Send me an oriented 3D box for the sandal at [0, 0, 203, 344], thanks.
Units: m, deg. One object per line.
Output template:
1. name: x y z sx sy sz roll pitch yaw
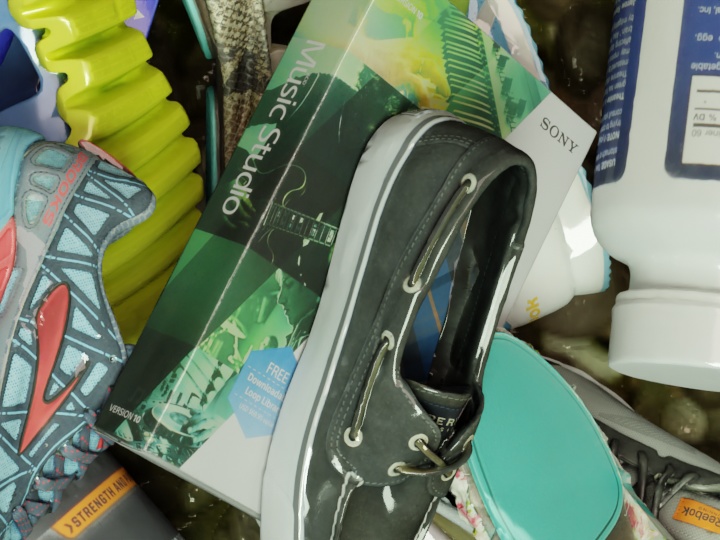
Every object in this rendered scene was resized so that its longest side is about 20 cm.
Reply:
1. sandal: -0.122 -0.065 0.975 0.079 0.087 0.201 -24 103 -53

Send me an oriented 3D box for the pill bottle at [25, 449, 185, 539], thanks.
1. pill bottle: -0.159 0.080 0.974 0.106 0.106 0.200 -41 90 -10

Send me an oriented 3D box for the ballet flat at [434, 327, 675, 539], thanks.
1. ballet flat: 0.083 0.112 0.964 0.076 0.064 0.200 -38 95 -28

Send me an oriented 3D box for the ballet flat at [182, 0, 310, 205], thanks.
1. ballet flat: -0.039 -0.084 1.010 0.075 0.068 0.201 -11 106 -4

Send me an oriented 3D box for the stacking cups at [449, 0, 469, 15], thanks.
1. stacking cups: 0.017 -0.081 0.984 0.060 0.061 0.201 10 96 -6

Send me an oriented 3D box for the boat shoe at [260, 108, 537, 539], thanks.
1. boat shoe: 0.015 0.043 0.895 0.068 0.056 0.201 5 100 -46

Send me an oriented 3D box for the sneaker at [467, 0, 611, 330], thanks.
1. sneaker: 0.031 -0.071 1.034 0.080 0.077 0.201 -23 85 -9

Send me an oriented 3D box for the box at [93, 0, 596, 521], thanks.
1. box: 0.000 0.000 0.931 0.144 0.036 0.201 35 77 -46

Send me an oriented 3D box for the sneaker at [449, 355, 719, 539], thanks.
1. sneaker: 0.111 0.089 1.022 0.200 0.079 0.074 29 79 -1

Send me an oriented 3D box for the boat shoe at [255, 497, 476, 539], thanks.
1. boat shoe: 0.040 0.137 1.013 0.202 0.065 0.074 44 80 -1

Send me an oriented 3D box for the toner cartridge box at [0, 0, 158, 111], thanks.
1. toner cartridge box: -0.131 -0.113 1.033 0.095 0.043 0.201 17 81 -5

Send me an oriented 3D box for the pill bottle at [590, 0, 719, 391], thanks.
1. pill bottle: 0.150 -0.056 0.986 0.110 0.111 0.201 9 82 -6

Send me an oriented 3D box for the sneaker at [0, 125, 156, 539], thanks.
1. sneaker: -0.115 0.050 0.892 0.095 0.079 0.201 9 86 -18
